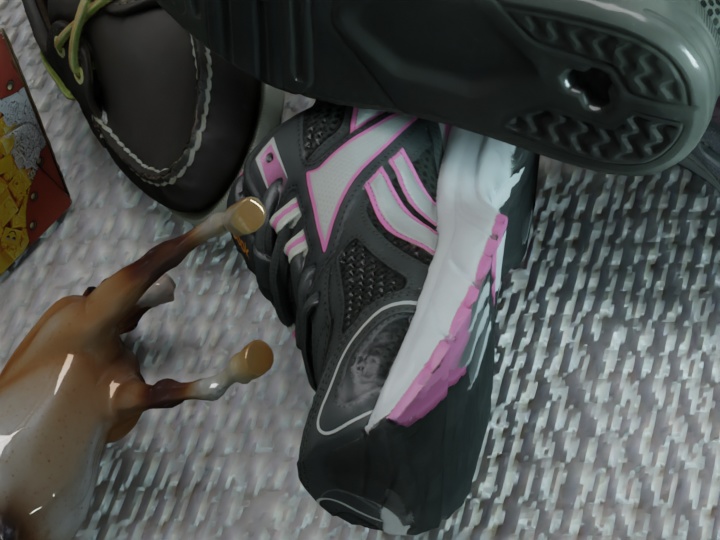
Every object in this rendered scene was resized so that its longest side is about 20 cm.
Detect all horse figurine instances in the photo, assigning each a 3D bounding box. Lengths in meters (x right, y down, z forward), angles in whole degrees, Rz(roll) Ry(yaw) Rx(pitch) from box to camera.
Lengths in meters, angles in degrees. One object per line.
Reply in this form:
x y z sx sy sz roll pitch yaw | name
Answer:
-0.085 0.061 0.745 0.132 0.050 0.200 -21 38 48 | horse figurine

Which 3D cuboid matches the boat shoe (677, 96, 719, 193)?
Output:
0.122 -0.057 0.812 0.074 0.065 0.202 -17 39 0 | boat shoe

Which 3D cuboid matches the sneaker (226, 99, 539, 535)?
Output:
0.000 0.000 0.776 0.086 0.080 0.200 7 32 8 | sneaker

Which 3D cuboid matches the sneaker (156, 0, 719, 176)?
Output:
0.026 -0.099 0.788 0.199 0.076 0.114 17 39 20 | sneaker

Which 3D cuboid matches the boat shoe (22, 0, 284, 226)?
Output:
-0.078 -0.082 0.899 0.072 0.061 0.201 -55 31 18 | boat shoe

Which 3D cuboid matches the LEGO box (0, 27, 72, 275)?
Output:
-0.222 -0.028 0.895 0.200 0.077 0.149 18 52 35 | LEGO box
